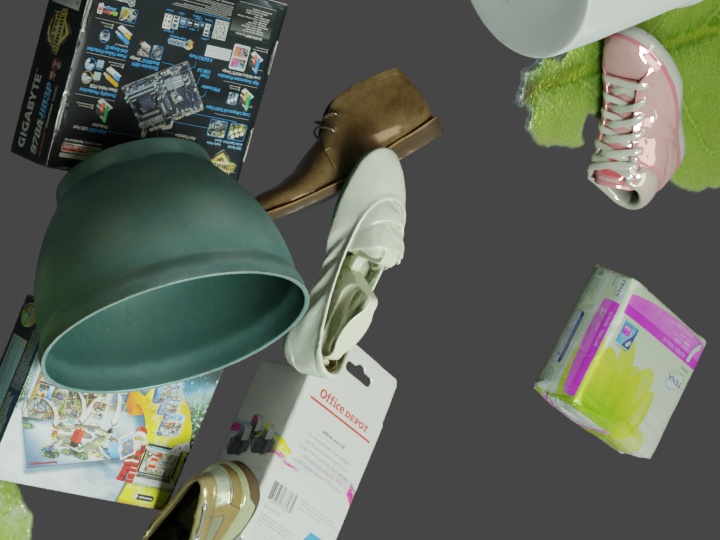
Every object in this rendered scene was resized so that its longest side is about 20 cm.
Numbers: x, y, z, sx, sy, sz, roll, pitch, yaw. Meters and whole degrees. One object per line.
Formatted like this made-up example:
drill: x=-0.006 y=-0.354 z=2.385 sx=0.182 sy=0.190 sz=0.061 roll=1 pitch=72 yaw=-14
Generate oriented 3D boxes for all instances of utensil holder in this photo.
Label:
utensil holder: x=0.211 y=-0.292 z=1.642 sx=0.199 sy=0.169 sz=0.171 roll=-26 pitch=125 yaw=-36

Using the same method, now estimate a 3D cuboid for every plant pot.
plant pot: x=-0.151 y=-0.012 z=1.351 sx=0.198 sy=0.135 sz=0.201 roll=-16 pitch=159 yaw=-6

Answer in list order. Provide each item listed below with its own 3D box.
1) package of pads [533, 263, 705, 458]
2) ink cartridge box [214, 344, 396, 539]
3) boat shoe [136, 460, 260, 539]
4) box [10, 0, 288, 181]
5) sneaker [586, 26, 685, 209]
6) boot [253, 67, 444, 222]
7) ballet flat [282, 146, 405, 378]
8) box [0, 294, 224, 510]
package of pads: x=0.279 y=0.104 z=1.977 sx=0.200 sy=0.068 sz=0.155 roll=34 pitch=82 yaw=-49
ink cartridge box: x=-0.055 y=0.157 z=1.613 sx=0.115 sy=0.067 sz=0.201 roll=42 pitch=64 yaw=-43
boat shoe: x=-0.162 y=0.236 z=1.526 sx=0.076 sy=0.072 sz=0.201 roll=0 pitch=126 yaw=-51
box: x=-0.155 y=-0.147 z=1.400 sx=0.199 sy=0.046 sz=0.160 roll=6 pitch=103 yaw=-49
sneaker: x=0.268 y=-0.143 z=1.843 sx=0.105 sy=0.075 sz=0.201 roll=-51 pitch=142 yaw=-26
boot: x=-0.025 y=-0.103 z=1.567 sx=0.199 sy=0.073 sz=0.076 roll=-34 pitch=100 yaw=-27
ballet flat: x=0.000 y=0.000 z=1.533 sx=0.069 sy=0.069 sz=0.201 roll=13 pitch=104 yaw=-49
box: x=-0.207 y=0.109 z=1.469 sx=0.199 sy=0.038 sz=0.138 roll=21 pitch=92 yaw=-50
